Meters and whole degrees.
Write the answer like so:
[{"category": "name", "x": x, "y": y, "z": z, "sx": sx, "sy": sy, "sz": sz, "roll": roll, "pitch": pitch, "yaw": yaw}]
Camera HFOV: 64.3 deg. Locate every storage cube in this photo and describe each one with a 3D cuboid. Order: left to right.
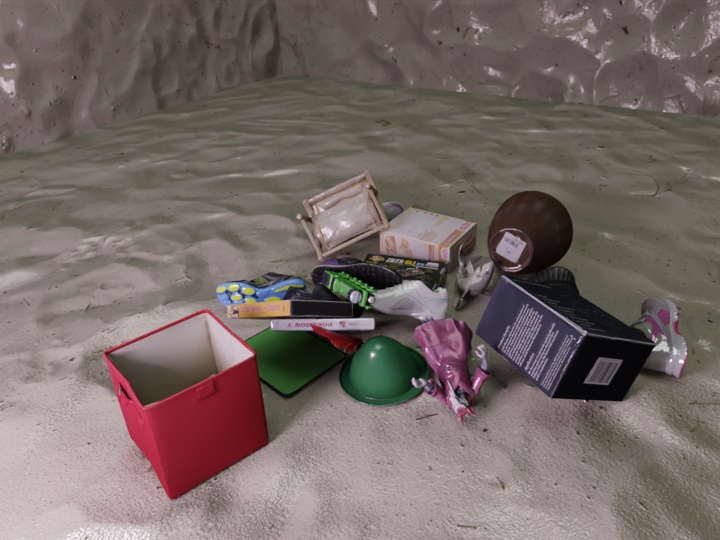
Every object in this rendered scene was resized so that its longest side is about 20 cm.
[{"category": "storage cube", "x": -0.263, "y": 0.199, "z": 0.888, "sx": 0.199, "sy": 0.181, "sz": 0.170, "roll": -23, "pitch": 35, "yaw": -34}]

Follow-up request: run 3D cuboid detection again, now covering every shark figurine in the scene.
[{"category": "shark figurine", "x": 0.258, "y": 0.026, "z": 1.280, "sx": 0.089, "sy": 0.129, "sz": 0.215, "roll": 21, "pitch": 10, "yaw": -7}]

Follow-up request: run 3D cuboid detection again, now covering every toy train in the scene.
[{"category": "toy train", "x": -0.026, "y": 0.033, "z": 1.108, "sx": 0.056, "sy": 0.042, "sz": 0.200, "roll": 11, "pitch": 6, "yaw": -22}]

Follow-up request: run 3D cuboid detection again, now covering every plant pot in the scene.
[{"category": "plant pot", "x": 0.354, "y": -0.068, "z": 1.258, "sx": 0.185, "sy": 0.189, "sz": 0.200, "roll": 13, "pitch": 21, "yaw": 26}]

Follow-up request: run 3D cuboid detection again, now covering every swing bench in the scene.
[{"category": "swing bench", "x": -0.041, "y": -0.146, "z": 1.463, "sx": 0.197, "sy": 0.131, "sz": 0.200, "roll": -24, "pitch": 17, "yaw": 8}]

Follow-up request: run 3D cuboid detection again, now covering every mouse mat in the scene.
[{"category": "mouse mat", "x": -0.145, "y": 0.164, "z": 1.114, "sx": 0.199, "sy": 0.008, "sz": 0.160, "roll": 24, "pitch": 39, "yaw": 38}]

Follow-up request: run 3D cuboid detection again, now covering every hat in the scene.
[{"category": "hat", "x": 0.032, "y": 0.120, "z": 1.000, "sx": 0.164, "sy": 0.178, "sz": 0.200, "roll": 7, "pitch": 31, "yaw": 20}]

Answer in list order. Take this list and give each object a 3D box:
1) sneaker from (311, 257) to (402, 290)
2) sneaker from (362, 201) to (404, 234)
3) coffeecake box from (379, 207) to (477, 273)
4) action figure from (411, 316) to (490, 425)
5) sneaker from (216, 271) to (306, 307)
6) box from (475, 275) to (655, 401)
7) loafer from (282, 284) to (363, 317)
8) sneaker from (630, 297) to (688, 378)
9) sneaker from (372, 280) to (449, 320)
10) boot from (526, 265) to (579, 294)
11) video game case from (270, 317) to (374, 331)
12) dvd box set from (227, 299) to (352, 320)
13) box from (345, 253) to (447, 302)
[{"category": "sneaker", "x": 0.000, "y": 0.000, "z": 1.233, "sx": 0.198, "sy": 0.076, "sz": 0.088, "roll": 7, "pitch": 28, "yaw": 19}, {"category": "sneaker", "x": 0.019, "y": -0.146, "z": 1.603, "sx": 0.198, "sy": 0.076, "sz": 0.100, "roll": -10, "pitch": 11, "yaw": -13}, {"category": "coffeecake box", "x": 0.172, "y": -0.082, "z": 1.451, "sx": 0.199, "sy": 0.074, "sz": 0.153, "roll": 17, "pitch": 36, "yaw": 31}, {"category": "action figure", "x": 0.154, "y": 0.180, "z": 0.994, "sx": 0.133, "sy": 0.150, "sz": 0.201, "roll": -11, "pitch": 49, "yaw": 2}, {"category": "sneaker", "x": -0.219, "y": 0.047, "z": 1.277, "sx": 0.197, "sy": 0.072, "sz": 0.083, "roll": -7, "pitch": 16, "yaw": -9}, {"category": "box", "x": 0.343, "y": 0.115, "z": 0.975, "sx": 0.199, "sy": 0.125, "sz": 0.197, "roll": 11, "pitch": 21, "yaw": -33}, {"category": "loafer", "x": -0.081, "y": 0.064, "z": 1.175, "sx": 0.199, "sy": 0.071, "sz": 0.068, "roll": 2, "pitch": -10, "yaw": 35}, {"category": "sneaker", "x": 0.544, "y": 0.113, "z": 1.072, "sx": 0.087, "sy": 0.082, "sz": 0.200, "roll": 7, "pitch": 30, "yaw": 13}, {"category": "sneaker", "x": 0.087, "y": 0.054, "z": 1.162, "sx": 0.198, "sy": 0.081, "sz": 0.070, "roll": 11, "pitch": 6, "yaw": -12}, {"category": "boot", "x": 0.360, "y": 0.056, "z": 1.184, "sx": 0.209, "sy": 0.080, "sz": 0.158, "roll": 6, "pitch": 36, "yaw": -6}, {"category": "video game case", "x": -0.067, "y": 0.104, "z": 1.081, "sx": 0.180, "sy": 0.023, "sz": 0.200, "roll": -1, "pitch": -7, "yaw": -1}, {"category": "dvd box set", "x": -0.133, "y": 0.074, "z": 1.057, "sx": 0.146, "sy": 0.030, "sz": 0.199, "roll": 6, "pitch": -9, "yaw": -44}, {"category": "box", "x": 0.083, "y": 0.026, "z": 1.295, "sx": 0.198, "sy": 0.050, "sz": 0.160, "roll": 7, "pitch": 29, "yaw": 19}]
